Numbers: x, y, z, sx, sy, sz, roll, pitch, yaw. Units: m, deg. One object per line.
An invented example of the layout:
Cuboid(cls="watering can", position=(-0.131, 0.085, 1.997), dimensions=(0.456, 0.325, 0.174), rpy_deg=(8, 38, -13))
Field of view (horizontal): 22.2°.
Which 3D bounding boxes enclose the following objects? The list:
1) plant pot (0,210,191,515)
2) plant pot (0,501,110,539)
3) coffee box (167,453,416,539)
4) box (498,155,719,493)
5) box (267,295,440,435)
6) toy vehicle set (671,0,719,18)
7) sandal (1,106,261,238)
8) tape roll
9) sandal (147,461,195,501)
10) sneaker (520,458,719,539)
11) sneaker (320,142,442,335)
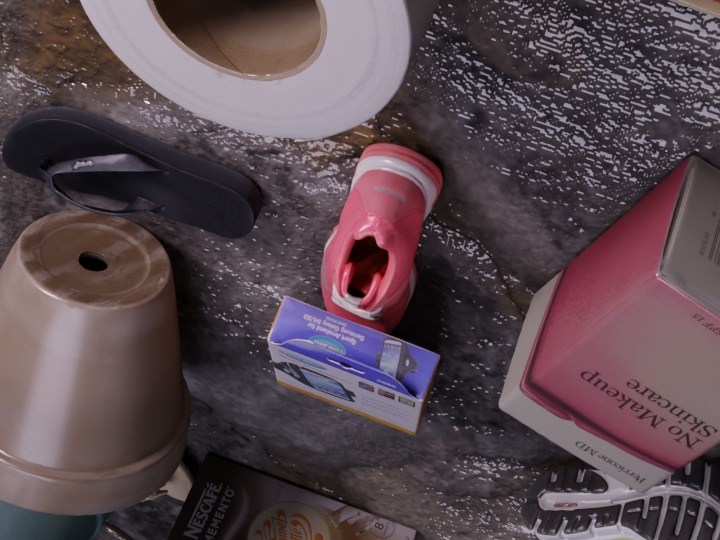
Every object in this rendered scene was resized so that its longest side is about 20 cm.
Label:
Cuboid(cls="plant pot", position=(-0.217, 0.056, 1.399), dimensions=(0.199, 0.200, 0.174), rpy_deg=(20, 127, 5))
Cuboid(cls="plant pot", position=(-0.335, 0.233, 1.646), dimensions=(0.199, 0.197, 0.201), rpy_deg=(15, 142, 13))
Cuboid(cls="coffee box", position=(-0.065, 0.256, 1.596), dimensions=(0.199, 0.115, 0.080), rpy_deg=(19, 143, 6))
Cuboid(cls="box", position=(0.201, 0.040, 1.197), dimensions=(0.128, 0.109, 0.200), rpy_deg=(31, 142, -9))
Cuboid(cls="box", position=(-0.005, 0.070, 1.339), dimensions=(0.119, 0.042, 0.200), rpy_deg=(21, 166, 4))
Cuboid(cls="toy vehicle set", position=(0.191, -0.169, 0.971), dimensions=(0.199, 0.027, 0.124), rpy_deg=(21, 172, 3))
Cuboid(cls="sandal", position=(-0.171, -0.067, 1.323), dimensions=(0.199, 0.043, 0.076), rpy_deg=(15, 142, 11))
Cuboid(cls="tape roll", position=(-0.046, -0.192, 1.027), dimensions=(0.202, 0.140, 0.203), rpy_deg=(15, 141, 12))
Cuboid(cls="sandal", position=(-0.210, 0.165, 1.584), dimensions=(0.077, 0.070, 0.212), rpy_deg=(13, 147, 28))
Cuboid(cls="sneaker", position=(0.229, 0.196, 1.408), dimensions=(0.199, 0.078, 0.090), rpy_deg=(1, 146, 36))
Cuboid(cls="sneaker", position=(0.000, 0.000, 1.275), dimensions=(0.073, 0.087, 0.200), rpy_deg=(20, 143, 6))
